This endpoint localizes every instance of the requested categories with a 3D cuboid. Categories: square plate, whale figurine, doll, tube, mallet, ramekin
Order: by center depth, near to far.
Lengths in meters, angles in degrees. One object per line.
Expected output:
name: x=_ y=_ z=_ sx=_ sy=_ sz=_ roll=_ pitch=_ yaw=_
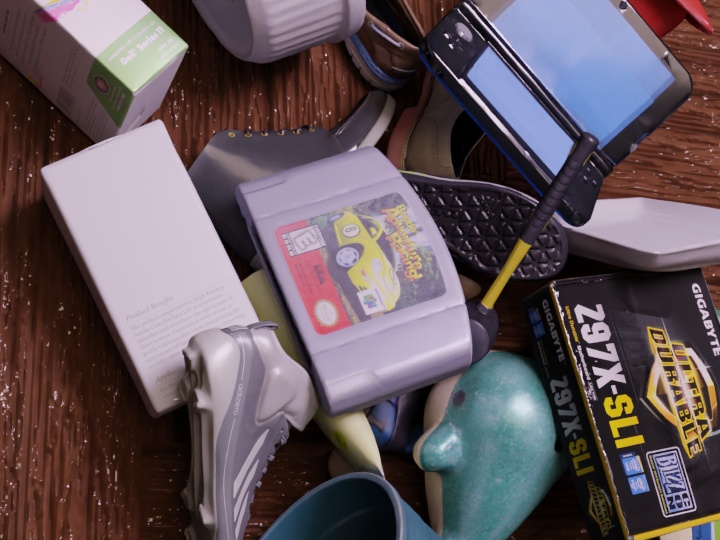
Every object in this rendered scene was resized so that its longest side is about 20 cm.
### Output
mallet: x=0.121 y=-0.014 z=0.863 sx=0.041 sy=0.200 sz=0.066 roll=31 pitch=26 yaw=5
tube: x=-0.032 y=0.086 z=0.870 sx=0.058 sy=0.052 sz=0.200 roll=0 pitch=48 yaw=-51
whale figurine: x=0.108 y=0.164 z=0.900 sx=0.159 sy=0.104 sz=0.201 roll=30 pitch=72 yaw=-42
ramekin: x=-0.088 y=-0.262 z=0.926 sx=0.094 sy=0.202 sz=0.203 roll=-31 pitch=86 yaw=-15
doll: x=0.023 y=0.085 z=0.931 sx=0.136 sy=0.048 sz=0.200 roll=29 pitch=70 yaw=-12
square plate: x=0.245 y=-0.032 z=0.980 sx=0.198 sy=0.200 sz=0.029 roll=-8 pitch=105 yaw=-33

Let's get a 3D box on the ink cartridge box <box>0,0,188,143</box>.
ink cartridge box: x=-0.238 y=-0.199 z=0.881 sx=0.200 sy=0.117 sz=0.067 roll=43 pitch=62 yaw=-4

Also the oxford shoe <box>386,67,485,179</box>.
oxford shoe: x=0.095 y=-0.156 z=1.015 sx=0.071 sy=0.074 sz=0.201 roll=45 pitch=62 yaw=-49

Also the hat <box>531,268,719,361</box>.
hat: x=0.258 y=0.103 z=1.038 sx=0.200 sy=0.176 sz=0.166 roll=31 pitch=86 yaw=16

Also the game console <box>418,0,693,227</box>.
game console: x=0.168 y=-0.166 z=0.943 sx=0.200 sy=0.118 sz=0.171 roll=46 pitch=31 yaw=-7

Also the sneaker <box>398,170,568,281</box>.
sneaker: x=0.080 y=-0.047 z=0.954 sx=0.199 sy=0.083 sz=0.072 roll=19 pitch=99 yaw=11

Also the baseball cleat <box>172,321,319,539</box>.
baseball cleat: x=-0.078 y=0.134 z=0.819 sx=0.106 sy=0.070 sz=0.201 roll=-9 pitch=116 yaw=-25

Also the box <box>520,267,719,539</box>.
box: x=0.225 y=0.101 z=0.884 sx=0.159 sy=0.049 sz=0.201 roll=-6 pitch=72 yaw=-28

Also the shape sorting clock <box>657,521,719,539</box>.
shape sorting clock: x=0.356 y=0.229 z=1.022 sx=0.199 sy=0.039 sz=0.201 roll=5 pitch=71 yaw=-16

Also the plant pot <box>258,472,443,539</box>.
plant pot: x=0.021 y=0.276 z=0.794 sx=0.188 sy=0.200 sz=0.200 roll=40 pitch=62 yaw=-21

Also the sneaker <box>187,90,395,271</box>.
sneaker: x=-0.058 y=-0.104 z=0.946 sx=0.106 sy=0.075 sz=0.200 roll=41 pitch=64 yaw=-4

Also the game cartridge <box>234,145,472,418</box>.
game cartridge: x=0.000 y=0.000 z=0.858 sx=0.133 sy=0.041 sz=0.200 roll=-17 pitch=65 yaw=-18

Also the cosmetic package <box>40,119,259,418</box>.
cosmetic package: x=-0.154 y=0.001 z=0.861 sx=0.101 sy=0.074 sz=0.201 roll=-24 pitch=86 yaw=-17

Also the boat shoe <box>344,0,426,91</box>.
boat shoe: x=-0.002 y=-0.262 z=1.020 sx=0.072 sy=0.072 sz=0.200 roll=-37 pitch=91 yaw=-37

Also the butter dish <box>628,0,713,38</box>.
butter dish: x=0.210 y=-0.262 z=1.077 sx=0.200 sy=0.200 sz=0.148 roll=42 pitch=107 yaw=-9
